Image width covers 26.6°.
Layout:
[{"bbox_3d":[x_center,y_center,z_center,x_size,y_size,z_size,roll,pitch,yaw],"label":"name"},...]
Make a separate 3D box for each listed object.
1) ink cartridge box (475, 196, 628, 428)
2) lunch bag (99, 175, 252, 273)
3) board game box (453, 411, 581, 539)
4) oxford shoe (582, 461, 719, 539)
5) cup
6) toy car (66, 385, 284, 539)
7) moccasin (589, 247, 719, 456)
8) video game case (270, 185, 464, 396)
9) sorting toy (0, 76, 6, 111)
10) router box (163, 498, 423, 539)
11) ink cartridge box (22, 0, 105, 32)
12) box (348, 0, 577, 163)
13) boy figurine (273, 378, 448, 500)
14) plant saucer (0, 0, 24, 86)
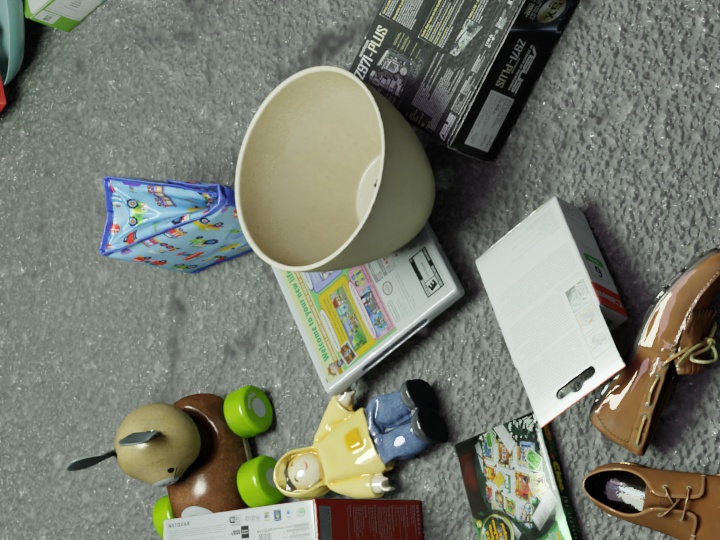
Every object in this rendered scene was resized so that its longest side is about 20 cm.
[{"bbox_3d":[0.188,0.042,1.431,0.109,0.050,0.201,-40,49,27],"label":"ink cartridge box"},{"bbox_3d":[-0.164,-0.057,1.678,0.198,0.150,0.095,-5,79,37],"label":"lunch bag"},{"bbox_3d":[0.158,0.247,1.463,0.104,0.023,0.202,-25,68,30],"label":"board game box"},{"bbox_3d":[0.286,0.209,1.342,0.198,0.071,0.072,3,83,36],"label":"oxford shoe"},{"bbox_3d":[-0.006,-0.087,1.521,0.199,0.142,0.203,-12,72,40],"label":"cup"},{"bbox_3d":[-0.209,0.206,1.640,0.163,0.199,0.160,-25,68,32],"label":"toy car"},{"bbox_3d":[0.282,0.073,1.366,0.077,0.073,0.203,34,100,22],"label":"moccasin"},{"bbox_3d":[0.000,0.000,1.600,0.182,0.022,0.201,-39,55,19],"label":"video game case"},{"bbox_3d":[-0.542,-0.263,2.028,0.200,0.069,0.201,-36,64,50],"label":"sorting toy"},{"bbox_3d":[-0.067,0.265,1.535,0.198,0.179,0.049,-14,75,34],"label":"router box"},{"bbox_3d":[-0.350,-0.421,1.929,0.199,0.075,0.149,-32,65,28],"label":"ink cartridge box"},{"bbox_3d":[0.102,-0.238,1.544,0.163,0.086,0.202,35,104,36],"label":"box"},{"bbox_3d":[-0.007,0.178,1.577,0.199,0.064,0.126,-28,68,27],"label":"boy figurine"},{"bbox_3d":[-0.468,-0.341,1.985,0.200,0.027,0.203,171,90,-66],"label":"plant saucer"}]
